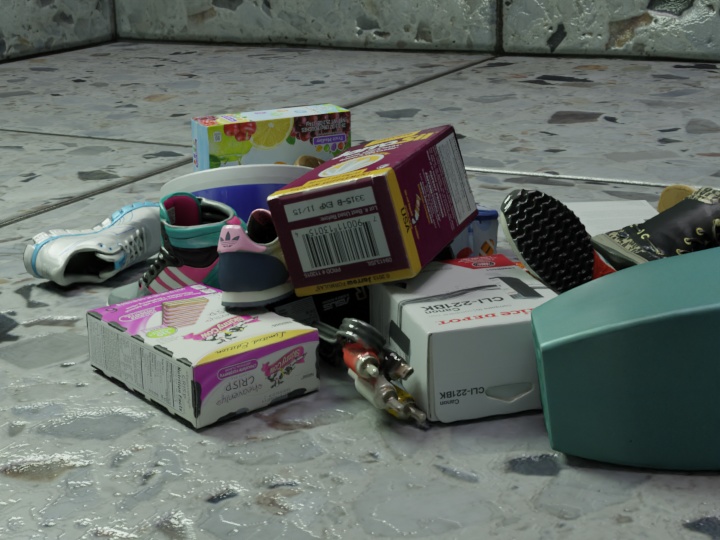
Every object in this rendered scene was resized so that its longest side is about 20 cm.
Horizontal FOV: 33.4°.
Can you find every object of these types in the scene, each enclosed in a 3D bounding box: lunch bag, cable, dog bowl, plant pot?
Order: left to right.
[{"bbox_3d":[-0.128,-0.060,1.377,0.198,0.080,0.200,-5,-9,-1],"label":"dog bowl"},{"bbox_3d":[-0.017,0.075,1.060,0.050,0.097,0.199,-49,29,-15],"label":"cable"},{"bbox_3d":[0.061,-0.044,1.426,0.198,0.076,0.160,-1,8,-3],"label":"lunch bag"},{"bbox_3d":[0.240,0.074,0.950,0.198,0.143,0.141,-8,16,5],"label":"plant pot"}]

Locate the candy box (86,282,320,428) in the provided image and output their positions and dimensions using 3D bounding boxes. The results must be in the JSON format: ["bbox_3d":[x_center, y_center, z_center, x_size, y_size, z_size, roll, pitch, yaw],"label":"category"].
[{"bbox_3d":[-0.149,0.072,1.112,0.136,0.062,0.199,-15,22,-37],"label":"candy box"}]

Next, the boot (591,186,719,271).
[{"bbox_3d":[0.343,-0.018,1.240,0.153,0.074,0.204,-26,26,-8],"label":"boot"}]

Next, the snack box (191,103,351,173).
[{"bbox_3d":[-0.111,-0.117,1.532,0.198,0.170,0.068,-9,20,-26],"label":"snack box"}]

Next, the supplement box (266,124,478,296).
[{"bbox_3d":[0.018,-0.062,1.170,0.130,0.104,0.200,-11,14,26],"label":"supplement box"}]

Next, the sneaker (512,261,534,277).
[{"bbox_3d":[0.171,0.012,1.248,0.198,0.074,0.077,-1,21,3],"label":"sneaker"}]

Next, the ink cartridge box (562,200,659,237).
[{"bbox_3d":[0.312,-0.036,1.431,0.108,0.051,0.200,-2,18,-1],"label":"ink cartridge box"}]

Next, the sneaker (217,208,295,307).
[{"bbox_3d":[-0.076,-0.025,1.182,0.070,0.083,0.200,-2,13,23],"label":"sneaker"}]

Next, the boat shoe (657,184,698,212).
[{"bbox_3d":[0.441,-0.058,1.467,0.069,0.074,0.200,4,15,-23],"label":"boat shoe"}]

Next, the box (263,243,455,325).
[{"bbox_3d":[0.000,0.000,1.269,0.198,0.044,0.160,-18,17,3],"label":"box"}]

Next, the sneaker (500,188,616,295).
[{"bbox_3d":[0.201,0.002,1.156,0.071,0.199,0.093,-52,10,-11],"label":"sneaker"}]

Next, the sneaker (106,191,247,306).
[{"bbox_3d":[-0.195,-0.018,1.252,0.198,0.122,0.084,-12,19,21],"label":"sneaker"}]

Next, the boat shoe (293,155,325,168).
[{"bbox_3d":[-0.015,-0.083,1.526,0.199,0.065,0.072,23,38,-30],"label":"boat shoe"}]

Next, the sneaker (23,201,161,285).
[{"bbox_3d":[-0.293,-0.022,1.435,0.199,0.076,0.086,-23,33,-33],"label":"sneaker"}]

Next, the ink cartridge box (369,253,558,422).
[{"bbox_3d":[0.100,0.056,1.097,0.143,0.085,0.200,-6,18,-13],"label":"ink cartridge box"}]
